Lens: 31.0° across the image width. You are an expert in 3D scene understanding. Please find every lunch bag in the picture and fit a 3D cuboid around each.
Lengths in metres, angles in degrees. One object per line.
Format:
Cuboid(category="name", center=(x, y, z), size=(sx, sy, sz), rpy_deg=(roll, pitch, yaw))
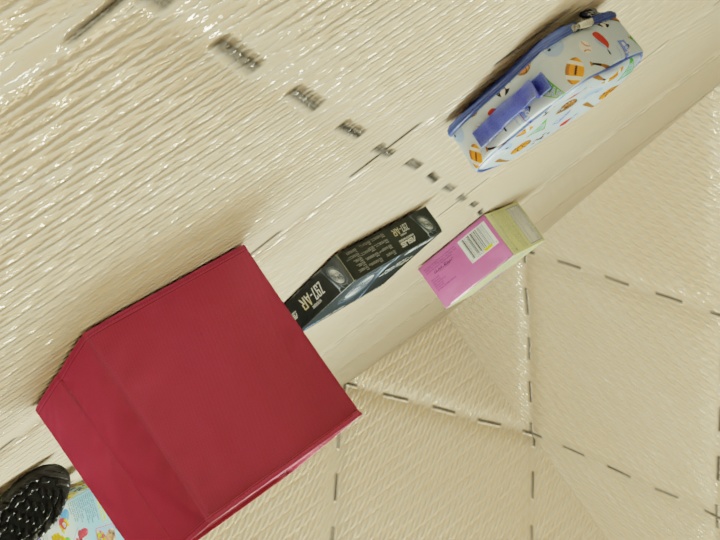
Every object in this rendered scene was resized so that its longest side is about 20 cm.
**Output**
Cuboid(category="lunch bag", center=(0.188, -0.186, 1.335), size=(0.160, 0.076, 0.200), rpy_deg=(-26, 169, -44))

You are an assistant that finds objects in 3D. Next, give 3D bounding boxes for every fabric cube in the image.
Cuboid(category="fabric cube", center=(-0.158, 0.135, 1.238), size=(0.196, 0.200, 0.200), rpy_deg=(-32, 172, -37))

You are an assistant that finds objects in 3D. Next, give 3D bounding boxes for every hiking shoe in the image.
Cuboid(category="hiking shoe", center=(-0.440, 0.310, 1.609), size=(0.200, 0.076, 0.101), rpy_deg=(-48, -154, -3))

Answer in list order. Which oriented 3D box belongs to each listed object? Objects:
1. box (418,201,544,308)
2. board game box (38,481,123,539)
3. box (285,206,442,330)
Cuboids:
Cuboid(category="box", center=(0.234, -0.032, 2.491), size=(0.176, 0.097, 0.200), rpy_deg=(-40, 171, 26))
Cuboid(category="board game box", center=(-0.419, 0.365, 1.765), size=(0.102, 0.106, 0.200), rpy_deg=(-13, -177, 26))
Cuboid(category="box", center=(0.000, 0.000, 1.763), size=(0.199, 0.044, 0.160), rpy_deg=(-29, 171, -45))
